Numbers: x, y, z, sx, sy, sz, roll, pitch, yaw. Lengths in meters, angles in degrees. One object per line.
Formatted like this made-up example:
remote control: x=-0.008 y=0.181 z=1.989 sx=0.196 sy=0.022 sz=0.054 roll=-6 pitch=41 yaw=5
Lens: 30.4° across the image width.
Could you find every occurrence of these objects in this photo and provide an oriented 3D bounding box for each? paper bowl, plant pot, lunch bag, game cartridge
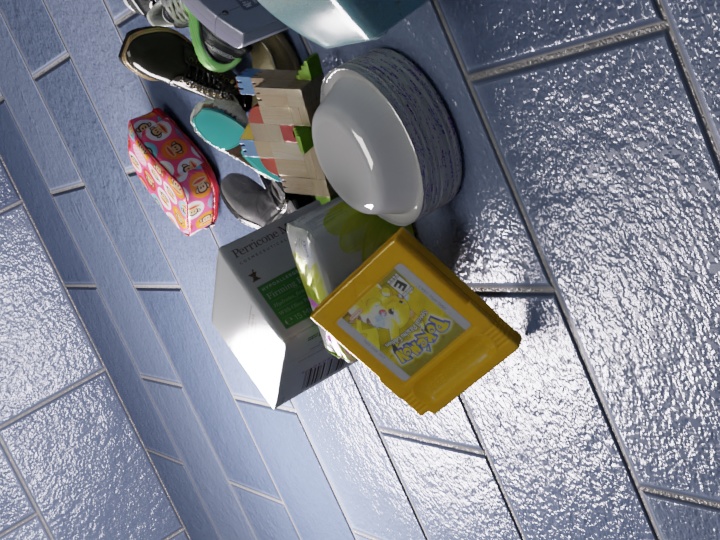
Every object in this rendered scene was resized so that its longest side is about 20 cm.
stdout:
paper bowl: x=0.020 y=-0.147 z=1.542 sx=0.201 sy=0.104 sz=0.202 roll=44 pitch=150 yaw=33
plant pot: x=-0.018 y=-0.335 z=1.309 sx=0.201 sy=0.196 sz=0.195 roll=60 pitch=158 yaw=-19
lunch bag: x=-0.319 y=-0.157 z=2.253 sx=0.200 sy=0.082 sz=0.177 roll=50 pitch=155 yaw=23
game cartridge: x=-0.161 y=-0.359 z=1.634 sx=0.200 sy=0.133 sz=0.041 roll=51 pitch=148 yaw=23
game cartridge: x=0.065 y=0.069 z=1.593 sx=0.200 sy=0.032 sz=0.176 roll=42 pitch=124 yaw=-7

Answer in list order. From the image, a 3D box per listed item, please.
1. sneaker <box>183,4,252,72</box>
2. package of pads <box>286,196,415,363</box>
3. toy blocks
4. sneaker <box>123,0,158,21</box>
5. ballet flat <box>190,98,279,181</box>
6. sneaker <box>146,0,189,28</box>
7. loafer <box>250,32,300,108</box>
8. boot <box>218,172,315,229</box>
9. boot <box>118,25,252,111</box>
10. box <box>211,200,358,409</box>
sneaker: x=-0.191 y=-0.360 z=1.717 sx=0.202 sy=0.083 sz=0.077 roll=70 pitch=-161 yaw=-6
package of pads: x=0.000 y=0.000 z=1.680 sx=0.068 sy=0.154 sz=0.201 roll=25 pitch=138 yaw=53
toy blocks: x=-0.096 y=-0.176 z=1.692 sx=0.136 sy=0.100 sz=0.201 roll=8 pitch=127 yaw=35
sneaker: x=-0.320 y=-0.457 z=1.943 sx=0.112 sy=0.073 sz=0.201 roll=34 pitch=153 yaw=41
ballet flat: x=-0.164 y=-0.189 z=1.824 sx=0.072 sy=0.072 sz=0.200 roll=36 pitch=179 yaw=44
sneaker: x=-0.223 y=-0.365 z=1.821 sx=0.199 sy=0.080 sz=0.077 roll=0 pitch=114 yaw=60
loafer: x=-0.112 y=-0.232 z=1.759 sx=0.076 sy=0.067 sz=0.201 roll=17 pitch=132 yaw=58
boot: x=-0.130 y=-0.112 z=1.953 sx=0.200 sy=0.070 sz=0.132 roll=40 pitch=145 yaw=23
boot: x=-0.222 y=-0.272 z=1.836 sx=0.138 sy=0.199 sz=0.078 roll=35 pitch=108 yaw=38
box: x=-0.078 y=0.041 z=1.833 sx=0.172 sy=0.198 sz=0.201 roll=51 pitch=154 yaw=23
